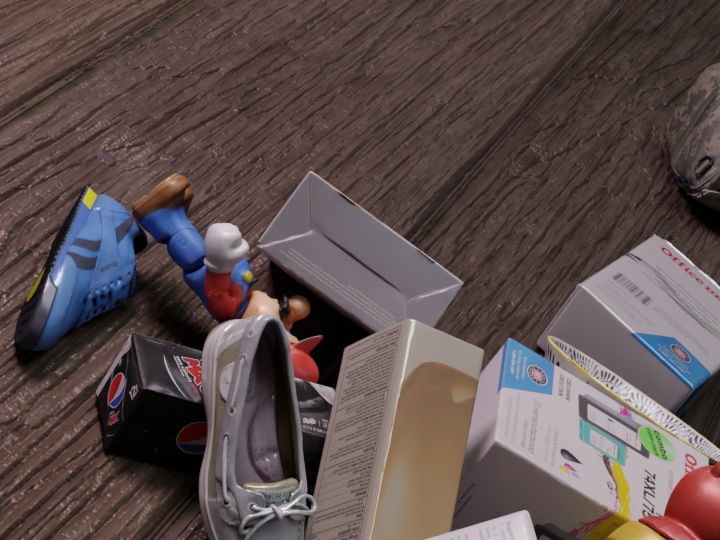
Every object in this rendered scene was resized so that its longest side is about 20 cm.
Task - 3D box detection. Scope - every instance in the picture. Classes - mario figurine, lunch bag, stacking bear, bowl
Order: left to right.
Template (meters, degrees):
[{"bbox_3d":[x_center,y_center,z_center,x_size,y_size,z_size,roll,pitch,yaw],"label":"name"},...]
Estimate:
[{"bbox_3d":[-0.092,0.008,1.735,0.201,0.106,0.123,54,31,1],"label":"mario figurine"},{"bbox_3d":[0.217,0.151,1.858,0.200,0.095,0.201,34,5,-3],"label":"bowl"},{"bbox_3d":[0.220,0.229,1.582,0.114,0.200,0.122,33,-14,46],"label":"stacking bear"},{"bbox_3d":[0.452,-0.121,2.461,0.199,0.140,0.168,22,32,-19],"label":"lunch bag"}]

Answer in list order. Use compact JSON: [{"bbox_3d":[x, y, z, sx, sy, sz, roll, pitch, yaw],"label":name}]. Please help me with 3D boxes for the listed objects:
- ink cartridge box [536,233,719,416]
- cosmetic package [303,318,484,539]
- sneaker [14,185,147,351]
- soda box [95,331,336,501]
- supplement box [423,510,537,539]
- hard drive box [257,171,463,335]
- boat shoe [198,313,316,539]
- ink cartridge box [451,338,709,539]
[{"bbox_3d":[0.280,0.063,2.083,0.145,0.084,0.200,42,31,13],"label":"ink cartridge box"},{"bbox_3d":[0.021,0.148,1.596,0.071,0.105,0.202,23,66,-24],"label":"cosmetic package"},{"bbox_3d":[-0.210,0.007,1.690,0.078,0.066,0.201,33,30,-10],"label":"sneaker"},{"bbox_3d":[-0.097,0.114,1.645,0.199,0.071,0.064,18,34,-29],"label":"soda box"},{"bbox_3d":[0.037,0.252,1.446,0.198,0.102,0.104,-18,42,2],"label":"supplement box"},{"bbox_3d":[0.000,0.000,1.810,0.155,0.077,0.200,36,-3,1],"label":"hard drive box"},{"bbox_3d":[-0.072,0.134,1.566,0.074,0.065,0.204,2,81,-31],"label":"boat shoe"},{"bbox_3d":[0.157,0.188,1.718,0.199,0.146,0.147,30,31,-10],"label":"ink cartridge box"}]
